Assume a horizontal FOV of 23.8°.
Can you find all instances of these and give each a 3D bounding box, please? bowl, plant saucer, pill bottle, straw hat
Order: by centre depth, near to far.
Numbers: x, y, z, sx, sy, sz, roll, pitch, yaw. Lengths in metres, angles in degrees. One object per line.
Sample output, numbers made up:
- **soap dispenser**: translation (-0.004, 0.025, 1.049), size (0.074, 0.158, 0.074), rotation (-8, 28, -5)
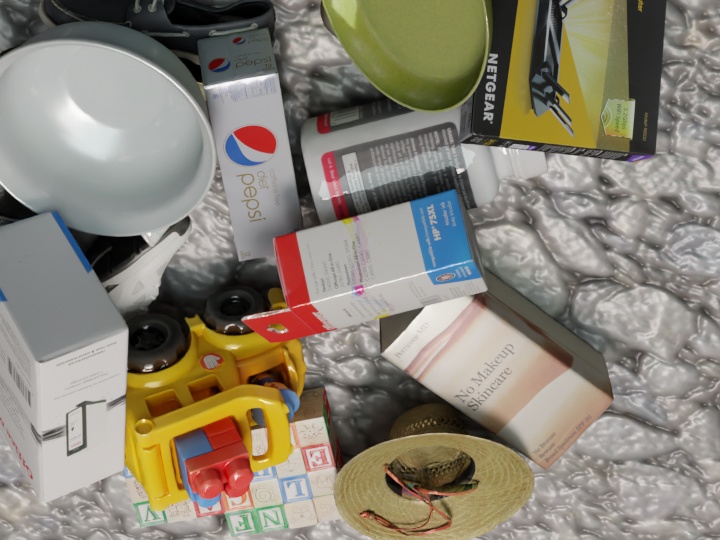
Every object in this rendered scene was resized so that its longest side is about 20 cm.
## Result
- **plant saucer**: translation (0.039, -0.225, 1.371), size (0.031, 0.200, 0.201), rotation (-31, 119, -32)
- **bowl**: translation (-0.207, -0.130, 1.391), size (0.200, 0.091, 0.201), rotation (6, 133, 6)
- **pill bottle**: translation (0.056, -0.100, 1.478), size (0.199, 0.111, 0.111), rotation (-13, 114, 6)
- **straw hat**: translation (0.064, 0.175, 1.616), size (0.200, 0.085, 0.201), rotation (-1, 141, 0)

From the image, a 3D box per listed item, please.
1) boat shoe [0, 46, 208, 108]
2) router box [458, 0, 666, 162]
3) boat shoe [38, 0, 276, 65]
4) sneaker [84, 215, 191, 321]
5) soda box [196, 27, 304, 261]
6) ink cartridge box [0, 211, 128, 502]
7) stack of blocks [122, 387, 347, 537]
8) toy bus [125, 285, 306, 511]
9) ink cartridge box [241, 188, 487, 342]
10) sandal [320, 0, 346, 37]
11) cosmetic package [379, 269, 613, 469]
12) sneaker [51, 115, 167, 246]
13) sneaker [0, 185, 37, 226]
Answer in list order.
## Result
- **boat shoe**: translation (-0.213, -0.153, 1.474), size (0.199, 0.073, 0.065), rotation (8, 110, -4)
- **router box**: translation (0.169, -0.197, 1.410), size (0.157, 0.052, 0.201), rotation (5, 85, -9)
- **boat shoe**: translation (-0.167, -0.219, 1.437), size (0.199, 0.073, 0.063), rotation (10, 137, -13)
- **sneaker**: translation (-0.206, 0.027, 1.570), size (0.200, 0.076, 0.115), rotation (-38, 122, 18)
- **soda box**: translation (-0.092, -0.105, 1.464), size (0.063, 0.068, 0.200), rotation (-10, 134, -3)
- **ink cartridge box**: translation (-0.262, 0.074, 1.434), size (0.084, 0.146, 0.200), rotation (-21, 147, -24)
- **stack of blocks**: translation (-0.120, 0.192, 1.642), size (0.199, 0.059, 0.115), rotation (-10, 115, 4)
- **toy bus**: translation (-0.122, 0.127, 1.514), size (0.200, 0.192, 0.136), rotation (-20, 130, -18)
- **ink cartridge box**: translation (0.000, 0.000, 1.452), size (0.199, 0.116, 0.067), rotation (-14, 75, 7)
- **sandal**: translation (0.065, -0.223, 1.451), size (0.199, 0.055, 0.082), rotation (-1, 115, 0)
- **cosmetic package**: translation (0.124, 0.079, 1.574), size (0.200, 0.087, 0.103), rotation (34, 111, -15)
- **sneaker**: translation (-0.252, -0.086, 1.481), size (0.200, 0.075, 0.089), rotation (23, 84, 0)
- **sneaker**: translation (-0.322, -0.001, 1.520), size (0.075, 0.116, 0.201), rotation (11, 115, -5)
